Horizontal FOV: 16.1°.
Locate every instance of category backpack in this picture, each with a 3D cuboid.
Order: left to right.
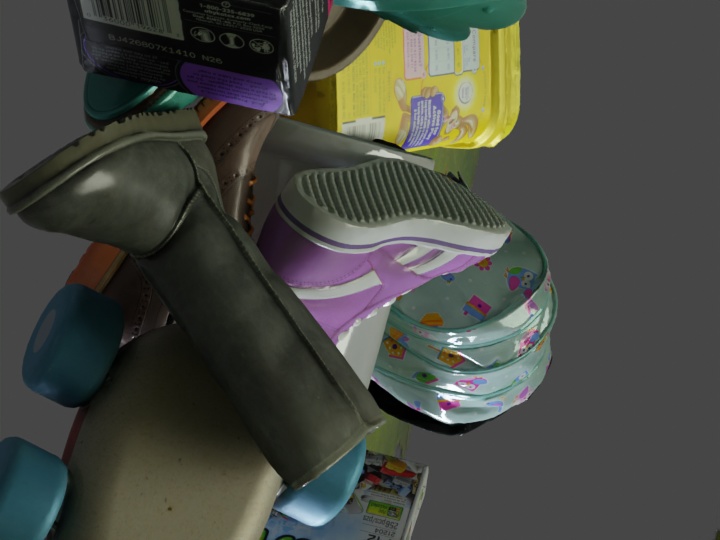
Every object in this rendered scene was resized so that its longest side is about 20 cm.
[{"bbox_3d":[0.036,0.013,1.682,0.167,0.200,0.127,-41,151,-22],"label":"backpack"}]

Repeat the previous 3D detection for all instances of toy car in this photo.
[{"bbox_3d":[-0.132,0.128,1.382,0.200,0.184,0.178,-27,-141,59],"label":"toy car"}]

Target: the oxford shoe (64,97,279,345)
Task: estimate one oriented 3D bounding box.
[{"bbox_3d":[-0.078,-0.042,1.388,0.200,0.073,0.071,-52,178,16],"label":"oxford shoe"}]

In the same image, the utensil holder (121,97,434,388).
[{"bbox_3d":[-0.059,0.007,1.555,0.170,0.169,0.202,-9,113,-82],"label":"utensil holder"}]

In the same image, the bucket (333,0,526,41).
[{"bbox_3d":[0.024,-0.242,1.466,0.134,0.206,0.209,17,86,-45],"label":"bucket"}]

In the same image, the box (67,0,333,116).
[{"bbox_3d":[-0.064,-0.199,1.300,0.106,0.121,0.201,88,16,-63],"label":"box"}]

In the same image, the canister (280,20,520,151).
[{"bbox_3d":[0.019,-0.153,1.802,0.199,0.086,0.150,-12,104,-47],"label":"canister"}]

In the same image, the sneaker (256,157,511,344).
[{"bbox_3d":[-0.001,0.000,1.458,0.200,0.073,0.115,-1,126,-51],"label":"sneaker"}]

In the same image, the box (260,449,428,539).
[{"bbox_3d":[-0.065,0.151,1.630,0.035,0.198,0.110,96,10,-47],"label":"box"}]

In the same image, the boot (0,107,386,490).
[{"bbox_3d":[-0.079,0.021,1.268,0.182,0.072,0.201,-22,86,-60],"label":"boot"}]

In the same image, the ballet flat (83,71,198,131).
[{"bbox_3d":[-0.092,-0.137,1.381,0.071,0.067,0.201,60,37,-47],"label":"ballet flat"}]

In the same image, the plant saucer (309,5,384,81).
[{"bbox_3d":[-0.034,-0.219,1.589,0.200,0.029,0.202,-21,116,-50],"label":"plant saucer"}]
